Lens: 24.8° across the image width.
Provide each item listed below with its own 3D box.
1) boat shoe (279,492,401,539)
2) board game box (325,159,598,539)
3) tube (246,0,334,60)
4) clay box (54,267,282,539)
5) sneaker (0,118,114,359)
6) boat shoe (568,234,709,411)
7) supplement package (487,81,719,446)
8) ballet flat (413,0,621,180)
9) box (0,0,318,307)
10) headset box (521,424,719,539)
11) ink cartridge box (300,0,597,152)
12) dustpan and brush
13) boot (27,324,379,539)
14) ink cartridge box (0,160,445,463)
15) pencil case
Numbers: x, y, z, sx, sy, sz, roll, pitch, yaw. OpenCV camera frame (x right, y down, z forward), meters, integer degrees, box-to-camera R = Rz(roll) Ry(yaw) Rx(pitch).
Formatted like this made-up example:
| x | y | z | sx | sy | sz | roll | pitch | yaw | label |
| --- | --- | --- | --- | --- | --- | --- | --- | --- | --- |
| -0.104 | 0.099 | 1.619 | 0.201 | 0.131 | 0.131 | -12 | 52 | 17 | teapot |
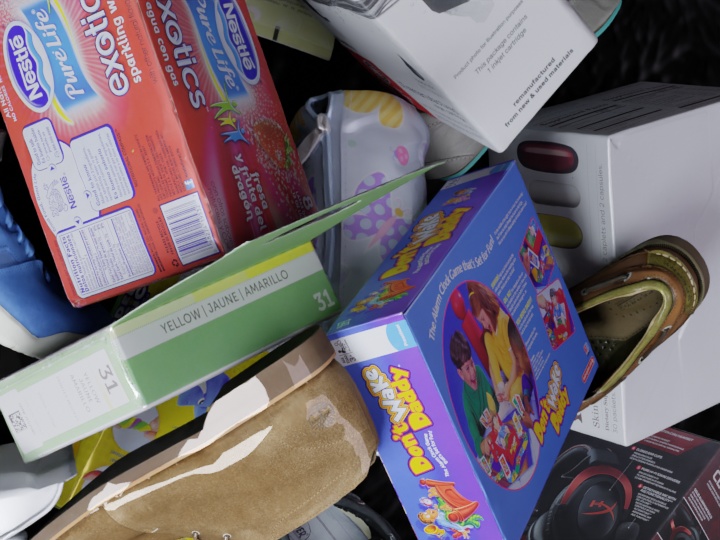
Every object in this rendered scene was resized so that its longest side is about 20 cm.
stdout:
| x | y | z | sx | sy | sz | roll | pitch | yaw | label |
| --- | --- | --- | --- | --- | --- | --- | --- | --- | --- |
| -0.005 | 0.182 | 0.997 | 0.074 | 0.066 | 0.200 | -40 | 122 | -15 | boat shoe |
| 0.061 | 0.043 | 0.854 | 0.135 | 0.044 | 0.200 | 66 | 28 | -15 | board game box |
| -0.022 | -0.227 | 0.927 | 0.052 | 0.057 | 0.202 | -11 | 117 | -81 | tube |
| -0.103 | 0.080 | 0.913 | 0.115 | 0.047 | 0.201 | 34 | 77 | -41 | clay box |
| -0.185 | -0.033 | 0.805 | 0.199 | 0.077 | 0.112 | 28 | 90 | -33 | sneaker |
| 0.121 | 0.051 | 0.992 | 0.072 | 0.200 | 0.068 | 46 | 32 | 5 | boat shoe |
| 0.180 | -0.011 | 1.088 | 0.155 | 0.110 | 0.202 | -17 | 109 | -36 | supplement package |
| 0.093 | -0.139 | 1.023 | 0.200 | 0.067 | 0.064 | -47 | 117 | -23 | ballet flat |
| -0.111 | -0.097 | 0.791 | 0.095 | 0.099 | 0.202 | -26 | 97 | -60 | box |
| 0.152 | 0.175 | 1.076 | 0.200 | 0.148 | 0.075 | -48 | 125 | -22 | headset box |
| 0.008 | -0.169 | 0.852 | 0.084 | 0.144 | 0.200 | -48 | 122 | -2 | ink cartridge box |
| -0.232 | 0.134 | 0.792 | 0.198 | 0.140 | 0.058 | -11 | 96 | -11 | dustpan and brush |
| -0.081 | 0.111 | 0.765 | 0.199 | 0.074 | 0.076 | -33 | 96 | 13 | boot |
| -0.060 | 0.020 | 0.761 | 0.145 | 0.199 | 0.048 | -26 | 91 | -48 | ink cartridge box |
| 0.000 | 0.000 | 0.901 | 0.091 | 0.082 | 0.202 | 63 | 23 | -62 | pencil case |
